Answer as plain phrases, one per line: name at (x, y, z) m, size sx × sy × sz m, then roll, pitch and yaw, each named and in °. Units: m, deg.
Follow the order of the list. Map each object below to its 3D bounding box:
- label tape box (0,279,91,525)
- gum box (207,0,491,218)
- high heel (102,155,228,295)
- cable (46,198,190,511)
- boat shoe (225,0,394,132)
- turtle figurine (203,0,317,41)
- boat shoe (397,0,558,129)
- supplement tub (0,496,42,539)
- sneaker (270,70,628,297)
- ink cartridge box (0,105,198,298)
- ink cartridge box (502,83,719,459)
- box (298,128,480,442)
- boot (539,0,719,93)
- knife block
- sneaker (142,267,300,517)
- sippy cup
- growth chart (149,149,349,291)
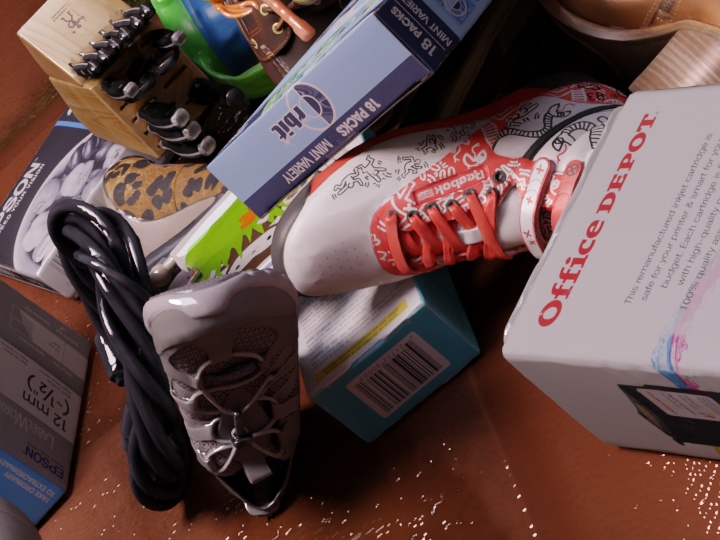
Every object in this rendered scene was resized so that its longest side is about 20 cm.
label tape box at (-0.252, 0.092, 1.111) m, size 0.066 × 0.143 × 0.200 m, roll -34°, pitch 34°, yaw 25°
gum box at (0.022, -0.134, 0.927) m, size 0.170 × 0.045 × 0.200 m, roll -35°, pitch 15°, yaw 51°
high heel at (-0.096, -0.057, 1.168) m, size 0.142 × 0.071 × 0.200 m, roll -32°, pitch 28°, yaw 4°
cable at (-0.131, 0.046, 0.971) m, size 0.051 × 0.200 × 0.163 m, roll -12°, pitch 71°, yaw -8°
boat shoe at (-0.050, -0.171, 1.112) m, size 0.070 × 0.070 × 0.200 m, roll -37°, pitch 72°, yaw 1°
turtle figurine at (-0.038, -0.194, 1.042) m, size 0.161 × 0.064 × 0.200 m, roll -34°, pitch 43°, yaw -18°
boat shoe at (0.074, -0.105, 0.979) m, size 0.072 × 0.066 × 0.201 m, roll -39°, pitch 23°, yaw 56°
supplement tub at (-0.212, 0.218, 0.936) m, size 0.132 × 0.132 × 0.200 m, roll -47°, pitch 32°, yaw 4°
sneaker at (0.060, -0.031, 0.862) m, size 0.201 × 0.067 × 0.108 m, roll -26°, pitch 31°, yaw -13°
ink cartridge box at (-0.218, -0.079, 1.356) m, size 0.200 × 0.043 × 0.198 m, roll 11°, pitch 66°, yaw 57°
ink cartridge box at (0.175, 0.000, 0.717) m, size 0.200 × 0.083 × 0.146 m, roll 2°, pitch 58°, yaw 53°
box at (0.000, 0.000, 0.978) m, size 0.082 × 0.049 × 0.200 m, roll -40°, pitch 32°, yaw 15°
boot at (0.180, -0.158, 0.899) m, size 0.155 × 0.074 × 0.200 m, roll -46°, pitch 43°, yaw 8°
knife block at (-0.138, -0.114, 1.184) m, size 0.176 × 0.200 × 0.064 m, roll 39°, pitch 80°, yaw 20°
sneaker at (-0.055, 0.063, 0.879) m, size 0.075 × 0.200 × 0.082 m, roll -16°, pitch 65°, yaw 0°
sippy cup at (-0.065, -0.205, 1.222) m, size 0.130 × 0.178 × 0.140 m, roll -28°, pitch -7°, yaw 14°
growth chart at (-0.052, -0.025, 0.989) m, size 0.145 × 0.018 × 0.200 m, roll -50°, pitch 21°, yaw -9°
